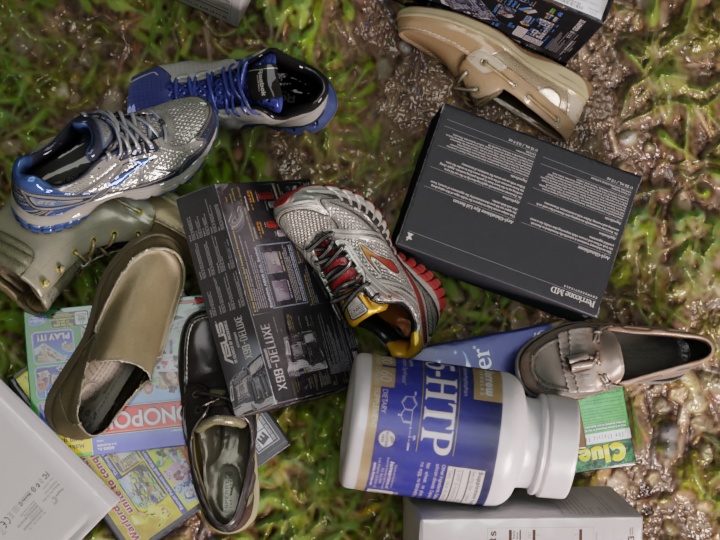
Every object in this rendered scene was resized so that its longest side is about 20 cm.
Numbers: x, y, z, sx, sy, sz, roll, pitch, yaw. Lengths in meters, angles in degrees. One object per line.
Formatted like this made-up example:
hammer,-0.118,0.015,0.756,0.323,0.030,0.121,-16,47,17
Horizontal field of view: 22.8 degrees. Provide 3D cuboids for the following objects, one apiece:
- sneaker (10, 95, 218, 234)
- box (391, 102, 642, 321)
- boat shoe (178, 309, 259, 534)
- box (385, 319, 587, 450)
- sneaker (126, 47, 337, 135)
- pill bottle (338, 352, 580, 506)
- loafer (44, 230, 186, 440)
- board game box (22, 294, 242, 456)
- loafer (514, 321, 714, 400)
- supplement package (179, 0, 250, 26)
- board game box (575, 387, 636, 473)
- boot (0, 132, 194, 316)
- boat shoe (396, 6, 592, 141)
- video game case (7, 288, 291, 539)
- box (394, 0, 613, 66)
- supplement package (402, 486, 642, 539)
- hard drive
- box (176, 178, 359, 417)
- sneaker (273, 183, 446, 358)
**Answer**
sneaker,-0.213,-0.102,1.549,0.199,0.085,0.077,-29,64,-13
box,0.142,-0.051,1.666,0.199,0.079,0.142,20,79,-4
boat shoe,-0.120,0.131,1.571,0.073,0.065,0.201,-9,85,-5
box,0.101,0.123,1.646,0.199,0.032,0.122,-10,85,-6
sneaker,-0.115,-0.167,1.631,0.198,0.115,0.081,-4,84,-6
pill bottle,0.086,0.143,1.566,0.199,0.120,0.121,7,83,-3
loafer,-0.203,0.063,1.554,0.076,0.067,0.201,23,93,-35
board game box,-0.199,0.095,1.614,0.199,0.029,0.136,-6,85,-7
loafer,0.235,0.077,1.635,0.199,0.063,0.072,-4,81,-31
supplement package,-0.135,-0.315,1.601,0.117,0.200,0.117,24,82,-3
board game box,0.153,0.146,1.674,0.199,0.023,0.106,-8,83,-6
boot,-0.238,-0.018,1.600,0.199,0.072,0.155,29,58,3
boat shoe,0.119,-0.186,1.680,0.199,0.071,0.065,24,81,-4
video game case,-0.193,0.130,1.638,0.180,0.026,0.201,-35,90,-9
box,0.118,-0.257,1.623,0.198,0.200,0.050,24,82,-2
supplement package,0.141,0.265,1.604,0.199,0.121,0.121,0,96,-6
hard drive,-0.322,0.172,1.583,0.200,0.026,0.132,45,121,0
box,-0.077,0.021,1.596,0.050,0.157,0.201,-19,85,30
sneaker,0.000,0.000,1.588,0.200,0.078,0.082,42,40,-22
